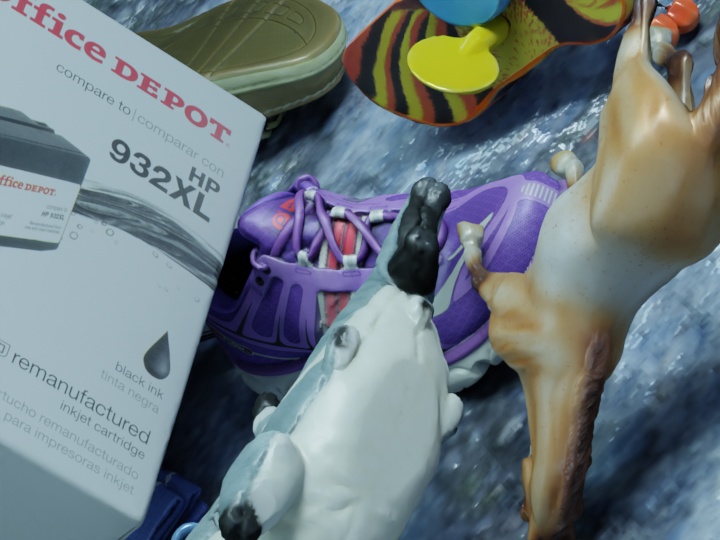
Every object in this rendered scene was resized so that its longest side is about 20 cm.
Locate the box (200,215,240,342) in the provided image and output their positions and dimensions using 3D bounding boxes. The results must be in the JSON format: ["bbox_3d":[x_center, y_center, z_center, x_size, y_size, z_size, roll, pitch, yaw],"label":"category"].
[{"bbox_3d":[-0.161,0.036,1.120,0.199,0.049,0.158,-20,-3,43],"label":"box"}]

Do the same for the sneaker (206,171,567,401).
[{"bbox_3d":[0.000,0.000,0.990,0.199,0.083,0.081,-16,40,45],"label":"sneaker"}]

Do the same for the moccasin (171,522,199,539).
[{"bbox_3d":[-0.069,0.141,0.916,0.199,0.068,0.081,-28,32,29],"label":"moccasin"}]

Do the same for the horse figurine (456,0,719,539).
[{"bbox_3d":[0.082,-0.021,0.840,0.133,0.050,0.200,-97,30,-49],"label":"horse figurine"}]

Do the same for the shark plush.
[{"bbox_3d":[-0.019,0.045,0.876,0.083,0.091,0.201,-17,52,48],"label":"shark plush"}]

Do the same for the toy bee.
[{"bbox_3d":[0.071,-0.109,1.026,0.131,0.109,0.200,-43,-7,-22],"label":"toy bee"}]

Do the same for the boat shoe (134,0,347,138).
[{"bbox_3d":[-0.075,-0.080,1.252,0.200,0.063,0.073,-10,32,41],"label":"boat shoe"}]

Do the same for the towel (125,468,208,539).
[{"bbox_3d":[-0.140,0.135,1.093,0.145,0.024,0.200,-56,26,-10],"label":"towel"}]

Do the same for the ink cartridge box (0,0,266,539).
[{"bbox_3d":[-0.131,-0.004,0.959,0.084,0.145,0.201,-40,26,43],"label":"ink cartridge box"}]
